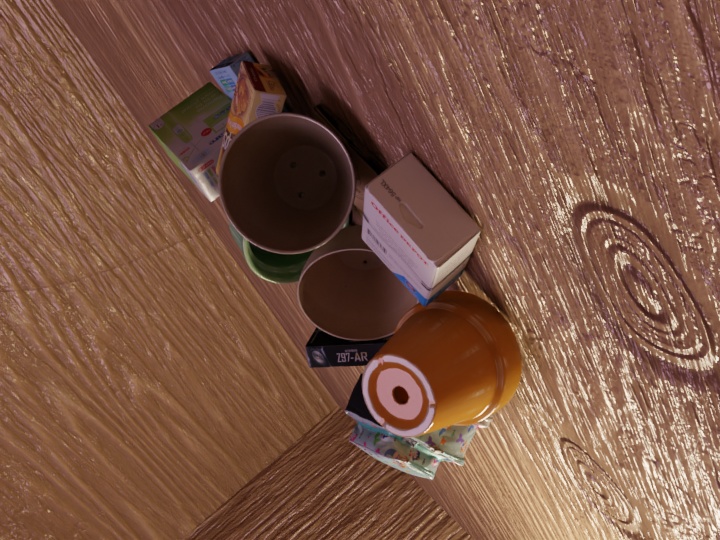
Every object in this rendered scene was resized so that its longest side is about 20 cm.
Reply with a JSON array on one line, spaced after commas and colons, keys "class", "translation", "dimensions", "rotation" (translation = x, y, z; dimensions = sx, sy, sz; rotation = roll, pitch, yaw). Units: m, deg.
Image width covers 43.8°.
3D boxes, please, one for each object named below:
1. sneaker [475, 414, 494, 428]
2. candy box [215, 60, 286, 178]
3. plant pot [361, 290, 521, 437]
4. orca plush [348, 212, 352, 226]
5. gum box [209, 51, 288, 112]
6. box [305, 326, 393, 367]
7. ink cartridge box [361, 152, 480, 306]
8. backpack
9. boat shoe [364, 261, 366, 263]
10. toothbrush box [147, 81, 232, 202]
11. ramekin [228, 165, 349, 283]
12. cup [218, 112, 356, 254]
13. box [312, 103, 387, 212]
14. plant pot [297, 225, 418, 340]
[{"class": "sneaker", "translation": [0.200, 0.175, 1.522], "dimensions": [0.074, 0.087, 0.200], "rotation": [34, -159, -29]}, {"class": "candy box", "translation": [-0.177, -0.215, 1.419], "dimensions": [0.115, 0.055, 0.200], "rotation": [-115, 38, -51]}, {"class": "plant pot", "translation": [0.103, 0.149, 1.301], "dimensions": [0.200, 0.183, 0.200], "rotation": [13, 113, 35]}, {"class": "orca plush", "translation": [-0.061, -0.093, 1.658], "dimensions": [0.105, 0.071, 0.200], "rotation": [54, 168, -18]}, {"class": "gum box", "translation": [-0.174, -0.282, 1.568], "dimensions": [0.200, 0.045, 0.170], "rotation": [55, 168, -19]}, {"class": "box", "translation": [0.003, 0.109, 1.616], "dimensions": [0.200, 0.160, 0.044], "rotation": [-60, -37, -64]}, {"class": "ink cartridge box", "translation": [0.078, -0.051, 1.231], "dimensions": [0.146, 0.084, 0.200], "rotation": [49, 168, 11]}, {"class": "backpack", "translation": [0.091, 0.263, 1.504], "dimensions": [0.200, 0.151, 0.178], "rotation": [21, 173, -28]}, {"class": "boat shoe", "translation": [-0.001, -0.004, 1.690], "dimensions": [0.200, 0.072, 0.060], "rotation": [40, 154, -16]}, {"class": "toothbrush box", "translation": [-0.271, -0.236, 1.618], "dimensions": [0.200, 0.146, 0.086], "rotation": [45, 169, 42]}, {"class": "ramekin", "translation": [-0.129, -0.087, 1.541], "dimensions": [0.098, 0.200, 0.200], "rotation": [44, 167, 46]}, {"class": "cup", "translation": [-0.094, -0.133, 1.335], "dimensions": [0.200, 0.200, 0.143], "rotation": [51, -167, -2]}, {"class": "box", "translation": [-0.009, -0.154, 1.398], "dimensions": [0.163, 0.021, 0.200], "rotation": [47, 167, 16]}, {"class": "plant pot", "translation": [0.000, 0.000, 1.508], "dimensions": [0.135, 0.200, 0.200], "rotation": [-84, -29, -49]}]
